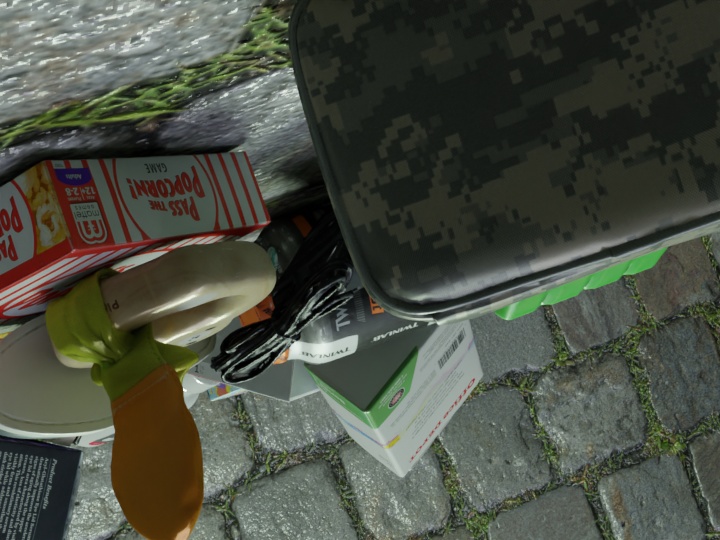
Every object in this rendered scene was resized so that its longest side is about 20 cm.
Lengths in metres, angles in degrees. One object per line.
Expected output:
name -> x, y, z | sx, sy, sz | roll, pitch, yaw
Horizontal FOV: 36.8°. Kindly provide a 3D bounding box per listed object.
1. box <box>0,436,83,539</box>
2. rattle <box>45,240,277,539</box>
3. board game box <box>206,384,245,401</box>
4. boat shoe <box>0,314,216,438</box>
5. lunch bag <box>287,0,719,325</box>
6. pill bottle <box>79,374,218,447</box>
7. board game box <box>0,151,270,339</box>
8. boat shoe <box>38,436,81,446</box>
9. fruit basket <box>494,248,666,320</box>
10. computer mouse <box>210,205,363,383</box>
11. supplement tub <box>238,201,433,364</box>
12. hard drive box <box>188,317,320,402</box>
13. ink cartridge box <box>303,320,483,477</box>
box -> -0.360, 0.180, 0.902 | 0.147, 0.105, 0.200 | 5, 169, 31
rattle -> -0.080, 0.057, 0.610 | 0.130, 0.143, 0.200 | -39, 169, 1
board game box -> -0.155, 0.107, 1.461 | 0.102, 0.105, 0.200 | -21, 176, 2
boat shoe -> -0.164, 0.060, 0.648 | 0.062, 0.073, 0.200 | -27, 179, 28
lunch bag -> 0.081, -0.065, 0.437 | 0.199, 0.140, 0.168 | -20, 174, 10
pill bottle -> -0.250, 0.121, 1.221 | 0.199, 0.111, 0.111 | -23, 174, 28
board game box -> -0.172, -0.005, 0.588 | 0.199, 0.047, 0.151 | -24, 174, 32
boat shoe -> -0.306, 0.081, 0.906 | 0.074, 0.093, 0.200 | 17, 173, 38
fruit basket -> 0.140, -0.086, 0.661 | 0.215, 0.155, 0.216 | -28, 137, -30
computer mouse -> -0.014, -0.001, 0.741 | 0.138, 0.053, 0.200 | -38, -167, 39
supplement tub -> 0.000, 0.000, 0.875 | 0.199, 0.123, 0.122 | -20, 175, -16
hard drive box -> -0.080, 0.062, 1.108 | 0.155, 0.077, 0.200 | 12, -170, 28
ink cartridge box -> 0.040, 0.098, 1.064 | 0.145, 0.084, 0.200 | -50, 154, -14
